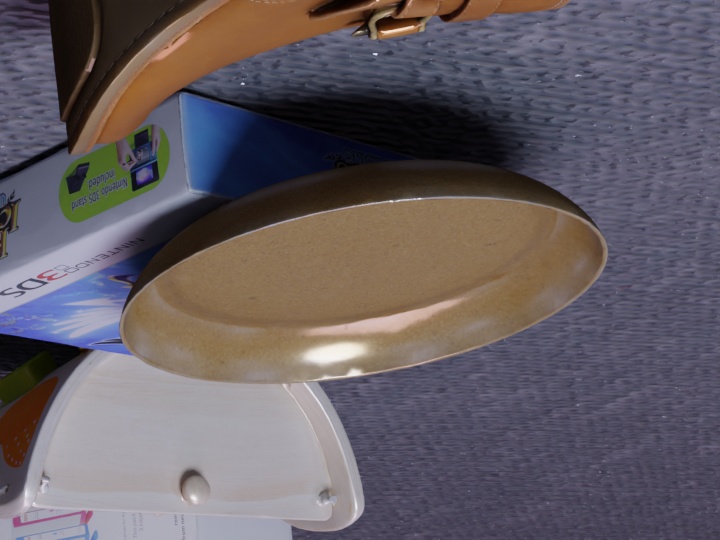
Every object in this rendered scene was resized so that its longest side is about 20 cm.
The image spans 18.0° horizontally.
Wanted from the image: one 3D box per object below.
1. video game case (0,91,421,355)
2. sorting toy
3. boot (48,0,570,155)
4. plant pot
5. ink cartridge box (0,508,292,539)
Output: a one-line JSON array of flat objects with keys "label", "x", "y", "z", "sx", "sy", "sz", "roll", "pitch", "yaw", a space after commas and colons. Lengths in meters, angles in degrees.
[{"label": "video game case", "x": -0.064, "y": -0.008, "z": 0.982, "sx": 0.180, "sy": 0.046, "sz": 0.199, "roll": -20, "pitch": 157, "yaw": 40}, {"label": "sorting toy", "x": -0.130, "y": 0.083, "z": 1.175, "sx": 0.199, "sy": 0.108, "sz": 0.179, "roll": 7, "pitch": 165, "yaw": -37}, {"label": "boot", "x": -0.013, "y": -0.089, "z": 0.708, "sx": 0.153, "sy": 0.074, "sz": 0.200, "roll": -4, "pitch": 165, "yaw": -21}, {"label": "plant pot", "x": 0.000, "y": 0.000, "z": 0.918, "sx": 0.198, "sy": 0.028, "sz": 0.200, "roll": -8, "pitch": 159, "yaw": -3}, {"label": "ink cartridge box", "x": -0.155, "y": 0.163, "z": 1.352, "sx": 0.199, "sy": 0.126, "sz": 0.128, "roll": -14, "pitch": 161, "yaw": 22}]
